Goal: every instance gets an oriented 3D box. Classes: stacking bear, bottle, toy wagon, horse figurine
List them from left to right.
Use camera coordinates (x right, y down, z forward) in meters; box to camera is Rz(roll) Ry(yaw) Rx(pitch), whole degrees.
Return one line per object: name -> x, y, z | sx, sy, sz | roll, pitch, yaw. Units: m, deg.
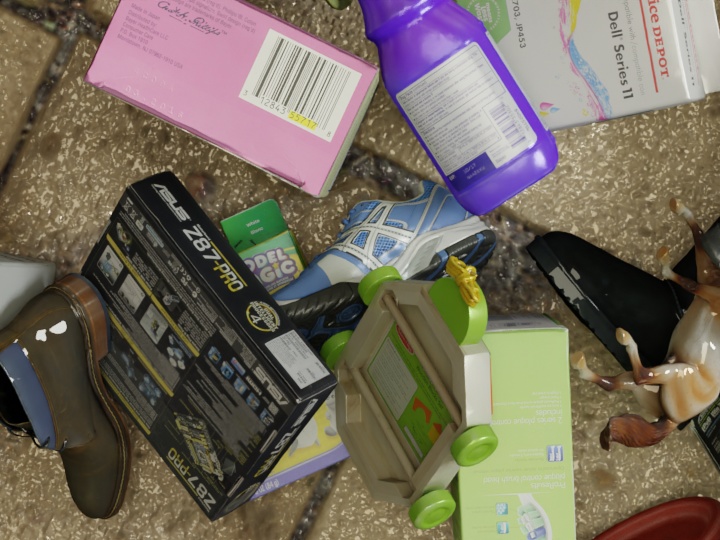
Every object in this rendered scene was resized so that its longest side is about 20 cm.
toy wagon -> 0.043, 0.071, 1.244 | 0.156, 0.039, 0.201 | 59, 136, 31
bottle -> 0.058, -0.140, 1.282 | 0.083, 0.065, 0.201 | -32, 95, 15
horse figurine -> 0.229, 0.048, 1.288 | 0.132, 0.050, 0.201 | 35, 83, -31
stacking bear -> 0.256, 0.281, 1.348 | 0.113, 0.121, 0.201 | -31, 102, -23

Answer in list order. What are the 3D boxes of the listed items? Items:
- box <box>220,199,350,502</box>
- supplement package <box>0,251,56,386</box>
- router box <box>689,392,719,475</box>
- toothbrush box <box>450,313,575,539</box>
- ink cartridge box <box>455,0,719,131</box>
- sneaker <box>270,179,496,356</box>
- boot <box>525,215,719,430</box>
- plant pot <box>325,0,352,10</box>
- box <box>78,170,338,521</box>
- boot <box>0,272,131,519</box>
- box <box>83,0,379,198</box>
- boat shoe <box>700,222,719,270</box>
box -> -0.075, 0.058, 1.370 | 0.116, 0.048, 0.202 | -24, 91, 1
supplement package -> -0.319, 0.039, 1.284 | 0.116, 0.200, 0.118 | 12, 92, 20
router box -> 0.340, 0.169, 1.293 | 0.199, 0.150, 0.062 | 35, 102, -16
toothbrush box -> 0.107, 0.137, 1.322 | 0.085, 0.146, 0.202 | -2, 92, 0
ink cartridge box -> 0.178, -0.168, 1.314 | 0.198, 0.067, 0.118 | -11, 92, 22
sneaker -> 0.000, 0.000, 1.337 | 0.199, 0.076, 0.077 | -24, 63, -23
boot -> 0.240, 0.003, 1.350 | 0.162, 0.073, 0.198 | -43, 99, 5
plant pot -> -0.103, -0.286, 1.299 | 0.188, 0.200, 0.202 | 1, 93, 13
box -> -0.122, 0.056, 1.302 | 0.200, 0.049, 0.162 | 49, 132, 15
boot -> -0.227, 0.109, 1.323 | 0.074, 0.097, 0.202 | 15, 122, 36
box -> -0.083, -0.132, 1.284 | 0.175, 0.200, 0.097 | 26, 92, 0
boat shoe -> 0.291, 0.027, 1.258 | 0.056, 0.069, 0.200 | -24, 129, 15
